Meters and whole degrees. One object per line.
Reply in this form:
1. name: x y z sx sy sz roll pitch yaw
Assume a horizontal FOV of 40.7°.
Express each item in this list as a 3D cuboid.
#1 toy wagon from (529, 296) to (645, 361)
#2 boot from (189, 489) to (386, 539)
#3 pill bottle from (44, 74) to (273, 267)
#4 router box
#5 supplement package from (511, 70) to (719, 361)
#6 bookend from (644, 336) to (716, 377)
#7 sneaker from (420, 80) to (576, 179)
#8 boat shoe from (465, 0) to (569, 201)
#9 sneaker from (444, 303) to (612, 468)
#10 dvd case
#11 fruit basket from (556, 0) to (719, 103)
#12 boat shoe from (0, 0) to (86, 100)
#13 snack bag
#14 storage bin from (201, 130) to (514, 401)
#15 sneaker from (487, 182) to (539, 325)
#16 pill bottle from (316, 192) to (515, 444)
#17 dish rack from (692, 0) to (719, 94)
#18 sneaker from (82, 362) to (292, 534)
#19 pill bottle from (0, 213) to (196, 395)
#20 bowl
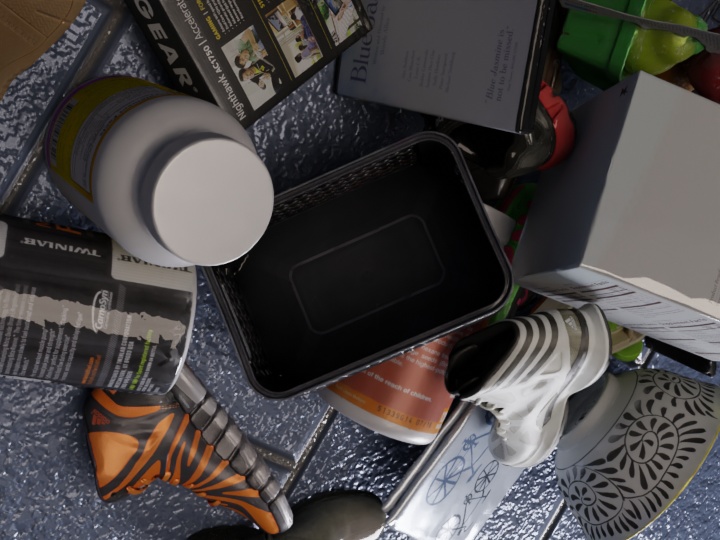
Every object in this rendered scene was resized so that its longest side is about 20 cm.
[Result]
1. toy wagon: 0.245 0.033 0.901 0.200 0.040 0.155 -23 145 -12
2. boot: -0.042 0.257 0.814 0.200 0.131 0.068 -10 111 -28
3. pill bottle: -0.129 -0.064 0.618 0.104 0.200 0.105 -10 111 -28
4. router box: -0.092 -0.215 0.664 0.149 0.051 0.200 -43 123 -26
5. supplement package: 0.248 -0.032 0.755 0.200 0.151 0.152 20 82 -9
6. bookend: 0.393 -0.027 1.005 0.198 0.092 0.200 -21 116 -24
7. sneaker: 0.075 -0.148 0.738 0.201 0.071 0.098 50 49 4
8. boat shoe: 0.139 -0.155 0.826 0.072 0.076 0.200 3 106 -33
9. sneaker: 0.112 0.096 0.791 0.115 0.076 0.201 1 139 -16
10. dvd case: 0.055 -0.183 0.691 0.018 0.200 0.143 -4 108 -40
11. fruit basket: 0.268 -0.179 0.780 0.185 0.200 0.094 6 97 -68
12. boat shoe: -0.254 -0.136 0.604 0.200 0.065 0.072 -41 133 9
13. snack bag: 0.111 0.179 0.915 0.189 0.021 0.200 -53 146 -7
14. storage bin: 0.000 0.000 0.713 0.200 0.094 0.135 -23 83 4
15. sneaker: 0.132 0.021 0.876 0.084 0.077 0.200 22 101 -42
16. pill bottle: 0.050 0.033 0.809 0.112 0.112 0.200 22 94 -34
17. dish rack: 0.369 -0.194 0.921 0.153 0.055 0.200 44 69 7
18. sneaker: -0.144 0.155 0.765 0.112 0.078 0.200 -39 110 -10
19. pill bottle: -0.217 0.019 0.641 0.200 0.106 0.106 11 100 -23
20. bowl: 0.251 0.162 0.953 0.094 0.201 0.201 38 84 -1
